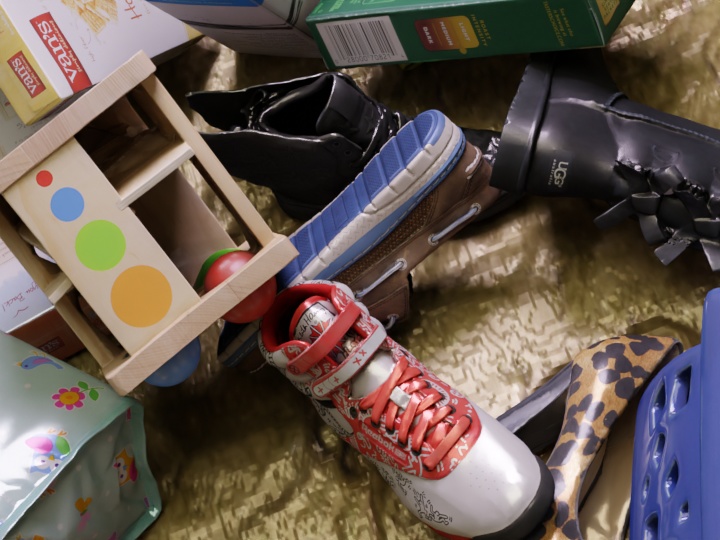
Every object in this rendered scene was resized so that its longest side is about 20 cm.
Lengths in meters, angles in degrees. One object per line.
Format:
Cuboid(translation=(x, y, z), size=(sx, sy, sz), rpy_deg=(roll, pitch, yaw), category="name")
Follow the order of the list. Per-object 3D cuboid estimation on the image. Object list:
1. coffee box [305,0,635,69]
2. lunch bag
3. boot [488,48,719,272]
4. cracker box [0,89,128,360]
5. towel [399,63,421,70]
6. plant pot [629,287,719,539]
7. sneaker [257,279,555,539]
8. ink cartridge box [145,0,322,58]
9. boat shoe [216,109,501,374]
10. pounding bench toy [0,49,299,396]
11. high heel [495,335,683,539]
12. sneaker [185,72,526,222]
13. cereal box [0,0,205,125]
Cuboid(translation=(0.078, -0.174, 1.367), size=(0.199, 0.044, 0.123), rpy_deg=(-3, 36, 34), category="coffee box")
Cuboid(translation=(-0.239, 0.132, 1.276), size=(0.170, 0.122, 0.200), rpy_deg=(25, 50, 28), category="lunch bag")
Cuboid(translation=(0.167, -0.078, 1.331), size=(0.162, 0.074, 0.199), rpy_deg=(17, 32, 3), category="boot")
Cuboid(translation=(-0.191, -0.049, 1.430), size=(0.134, 0.058, 0.200), rpy_deg=(-27, 56, -3), category="cracker box")
Cuboid(translation=(0.017, -0.219, 1.500), size=(0.086, 0.018, 0.200), rpy_deg=(-34, 58, 1), category="towel")
Cuboid(translation=(0.241, 0.122, 1.105), size=(0.199, 0.180, 0.201), rpy_deg=(6, 59, 0), category="plant pot")
Cuboid(translation=(0.016, 0.073, 1.232), size=(0.067, 0.108, 0.201), rpy_deg=(-47, 37, -5), category="sneaker")
Cuboid(translation=(-0.070, -0.221, 1.395), size=(0.084, 0.200, 0.147), rpy_deg=(3, 84, 18), category="ink cartridge box")
Cuboid(translation=(0.000, 0.000, 1.329), size=(0.200, 0.072, 0.072), rpy_deg=(-43, 21, 18), category="boat shoe")
Cuboid(translation=(-0.131, -0.022, 1.303), size=(0.124, 0.200, 0.156), rpy_deg=(-39, 98, -5), category="pounding bench toy")
Cuboid(translation=(0.148, 0.123, 1.221), size=(0.142, 0.071, 0.200), rpy_deg=(-33, 49, 0), category="high heel")
Cuboid(translation=(0.000, -0.076, 1.364), size=(0.199, 0.104, 0.060), rpy_deg=(-4, 56, 14), category="sneaker")
Cuboid(translation=(-0.183, -0.180, 1.407), size=(0.039, 0.200, 0.144), rpy_deg=(-32, 93, 29), category="cereal box")
